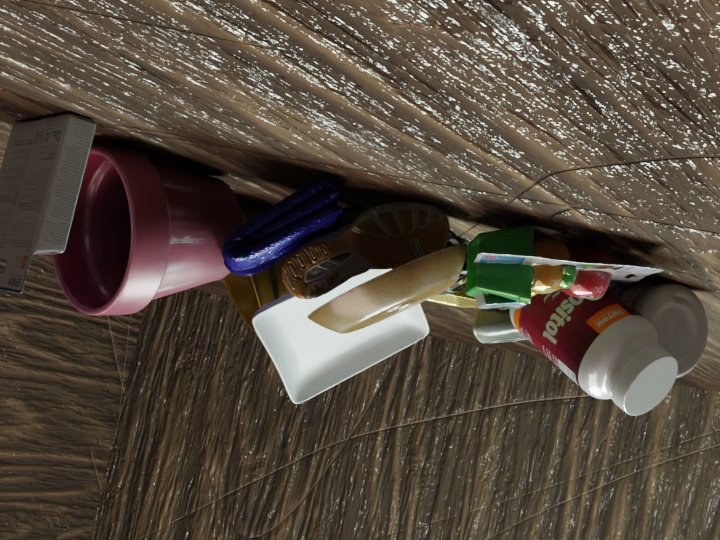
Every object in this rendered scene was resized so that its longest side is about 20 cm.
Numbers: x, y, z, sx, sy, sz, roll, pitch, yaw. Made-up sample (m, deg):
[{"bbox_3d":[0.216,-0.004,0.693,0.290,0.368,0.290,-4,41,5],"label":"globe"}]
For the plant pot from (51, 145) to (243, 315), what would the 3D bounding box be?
[{"bbox_3d":[-0.248,-0.049,1.645,0.178,0.201,0.200,-3,-174,-40],"label":"plant pot"}]

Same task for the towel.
[{"bbox_3d":[-0.087,-0.041,1.555,0.050,0.147,0.200,56,174,2],"label":"towel"}]

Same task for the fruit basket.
[{"bbox_3d":[0.218,0.007,1.528,0.199,0.094,0.185,10,175,-2],"label":"fruit basket"}]

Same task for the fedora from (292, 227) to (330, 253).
[{"bbox_3d":[0.000,0.000,1.792,0.091,0.201,0.200,-29,152,28],"label":"fedora"}]

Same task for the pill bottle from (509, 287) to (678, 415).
[{"bbox_3d":[0.279,0.079,1.634,0.113,0.113,0.200,19,-161,-47],"label":"pill bottle"}]

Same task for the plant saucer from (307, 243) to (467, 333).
[{"bbox_3d":[0.037,0.027,1.551,0.200,0.036,0.200,-24,174,-3],"label":"plant saucer"}]

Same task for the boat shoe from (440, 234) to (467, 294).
[{"bbox_3d":[0.108,-0.006,1.752,0.060,0.072,0.201,15,173,24],"label":"boat shoe"}]

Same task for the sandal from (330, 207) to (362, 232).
[{"bbox_3d":[0.029,-0.029,1.701,0.054,0.082,0.200,-15,156,32],"label":"sandal"}]

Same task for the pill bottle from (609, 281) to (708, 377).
[{"bbox_3d":[0.338,0.072,1.768,0.119,0.120,0.200,16,174,-28],"label":"pill bottle"}]

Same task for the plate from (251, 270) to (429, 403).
[{"bbox_3d":[-0.024,0.060,1.682,0.032,0.199,0.200,58,173,39],"label":"plate"}]

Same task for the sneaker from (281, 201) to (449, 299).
[{"bbox_3d":[0.006,-0.034,1.553,0.199,0.076,0.088,-18,-170,12],"label":"sneaker"}]

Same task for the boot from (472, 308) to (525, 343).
[{"bbox_3d":[0.265,0.073,2.048,0.199,0.073,0.182,2,172,17],"label":"boot"}]

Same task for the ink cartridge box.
[{"bbox_3d":[-0.368,-0.071,1.536,0.043,0.201,0.196,16,174,-31],"label":"ink cartridge box"}]

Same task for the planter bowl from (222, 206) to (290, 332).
[{"bbox_3d":[-0.142,-0.022,1.893,0.083,0.201,0.200,-23,-175,-17],"label":"planter bowl"}]

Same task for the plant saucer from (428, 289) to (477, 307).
[{"bbox_3d":[0.101,0.016,2.091,0.199,0.049,0.200,11,175,-17],"label":"plant saucer"}]

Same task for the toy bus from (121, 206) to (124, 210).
[{"bbox_3d":[-0.269,-0.084,1.809,0.065,0.079,0.200,9,173,33],"label":"toy bus"}]
